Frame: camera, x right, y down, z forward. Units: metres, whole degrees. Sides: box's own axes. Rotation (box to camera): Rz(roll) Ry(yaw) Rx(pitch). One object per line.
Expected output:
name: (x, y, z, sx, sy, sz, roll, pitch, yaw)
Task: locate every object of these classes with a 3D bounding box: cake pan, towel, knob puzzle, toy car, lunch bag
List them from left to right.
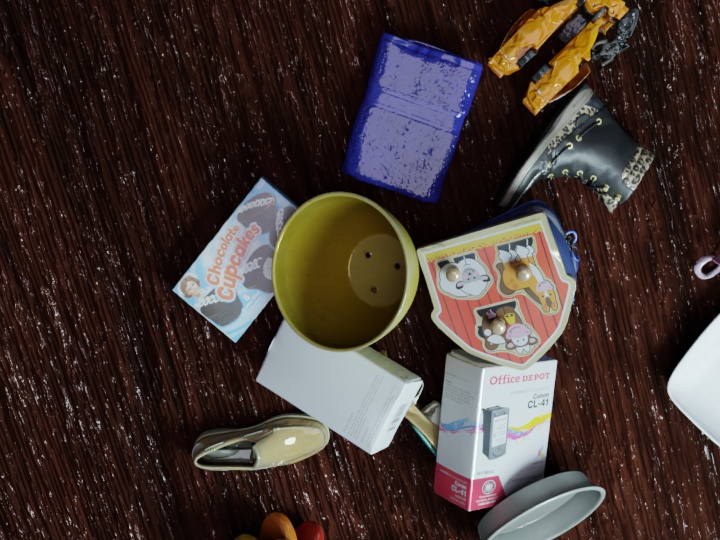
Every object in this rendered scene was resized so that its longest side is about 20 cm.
toy car: (-0.094, 0.437, 1.468, 0.149, 0.174, 0.202, -36, 101, -33)
towel: (0.069, -0.207, 1.408, 0.145, 0.050, 0.204, 18, 99, 2)
knob puzzle: (0.181, 0.043, 1.328, 0.215, 0.031, 0.224, 5, 114, 12)
lunch bag: (0.202, -0.003, 1.393, 0.197, 0.133, 0.137, -23, 106, 22)
cake pan: (0.248, 0.342, 1.452, 0.198, 0.201, 0.037, -27, 60, 2)

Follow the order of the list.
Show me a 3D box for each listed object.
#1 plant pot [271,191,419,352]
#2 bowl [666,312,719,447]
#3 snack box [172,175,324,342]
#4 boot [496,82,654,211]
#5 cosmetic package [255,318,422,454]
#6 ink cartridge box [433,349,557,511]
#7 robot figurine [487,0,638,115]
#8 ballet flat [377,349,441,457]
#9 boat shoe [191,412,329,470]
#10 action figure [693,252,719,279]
plant pot: (0.000, 0.000, 1.375, 0.196, 0.141, 0.205, 1, 92, 25)
bowl: (0.555, 0.158, 1.456, 0.199, 0.075, 0.201, 41, 96, 15)
snack box: (-0.154, -0.016, 1.432, 0.116, 0.037, 0.201, 39, 96, -8)
boot: (0.295, -0.134, 1.419, 0.150, 0.073, 0.201, 37, 91, -8)
cosmetic package: (-0.031, 0.148, 1.409, 0.198, 0.081, 0.114, 32, 99, 19)
ink cartridge box: (0.187, 0.216, 1.436, 0.145, 0.085, 0.204, -2, 103, -34)
robot figurine: (0.272, -0.315, 1.385, 0.200, 0.058, 0.145, -44, 88, 5)
ballet flat: (0.080, 0.194, 1.465, 0.063, 0.069, 0.200, -45, 99, 0)
boat shoe: (-0.140, 0.254, 1.459, 0.196, 0.076, 0.073, -12, 100, -1)
action figure: (0.571, -0.069, 1.446, 0.147, 0.133, 0.204, 10, 86, 38)
